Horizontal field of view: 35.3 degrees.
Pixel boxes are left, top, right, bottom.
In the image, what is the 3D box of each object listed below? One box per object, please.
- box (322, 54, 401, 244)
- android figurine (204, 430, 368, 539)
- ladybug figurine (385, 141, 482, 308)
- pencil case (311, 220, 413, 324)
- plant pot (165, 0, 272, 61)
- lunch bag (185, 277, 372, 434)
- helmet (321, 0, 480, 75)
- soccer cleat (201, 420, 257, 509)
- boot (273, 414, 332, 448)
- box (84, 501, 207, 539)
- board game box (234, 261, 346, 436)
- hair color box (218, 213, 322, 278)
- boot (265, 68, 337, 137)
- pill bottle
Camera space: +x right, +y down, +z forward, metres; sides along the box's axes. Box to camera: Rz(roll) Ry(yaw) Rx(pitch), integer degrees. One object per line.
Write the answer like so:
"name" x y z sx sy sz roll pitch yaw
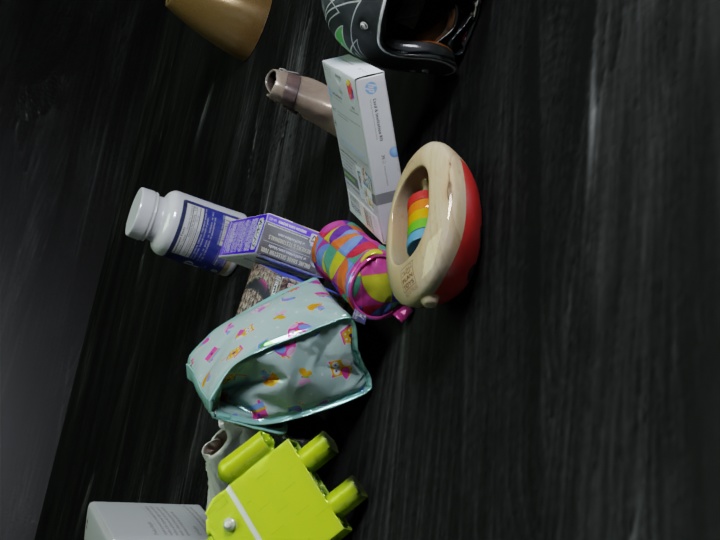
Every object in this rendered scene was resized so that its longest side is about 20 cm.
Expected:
"box" 0.006 -0.151 1.376 0.156 0.041 0.202 -132 28 -67
"android figurine" -0.094 0.274 1.255 0.199 0.041 0.183 -36 67 5
"ladybug figurine" 0.081 -0.043 1.196 0.136 0.071 0.202 -44 33 49
"pencil case" 0.000 0.000 1.352 0.089 0.088 0.200 -68 20 10
"plant pot" -0.313 -0.577 2.444 0.187 0.198 0.188 -48 32 44
"lunch bag" -0.106 0.110 1.355 0.170 0.198 0.123 -140 29 -66
"helmet" 0.044 -0.336 1.363 0.200 0.189 0.202 -52 28 43
"soccer cleat" -0.195 0.277 1.604 0.070 0.077 0.201 -101 30 -53
"boot" -0.082 0.271 1.336 0.159 0.079 0.211 -65 21 16
"box" -0.289 0.438 1.552 0.199 0.169 0.203 -171 88 -68
"board game box" -0.114 0.106 1.528 0.159 0.096 0.202 20 91 69
"hair color box" -0.126 -0.033 1.653 0.200 0.108 0.066 2 73 68
"boot" -0.059 -0.233 1.600 0.071 0.145 0.200 -67 22 6
"pill bottle" -0.312 -0.074 2.026 0.120 0.198 0.121 -51 28 42
